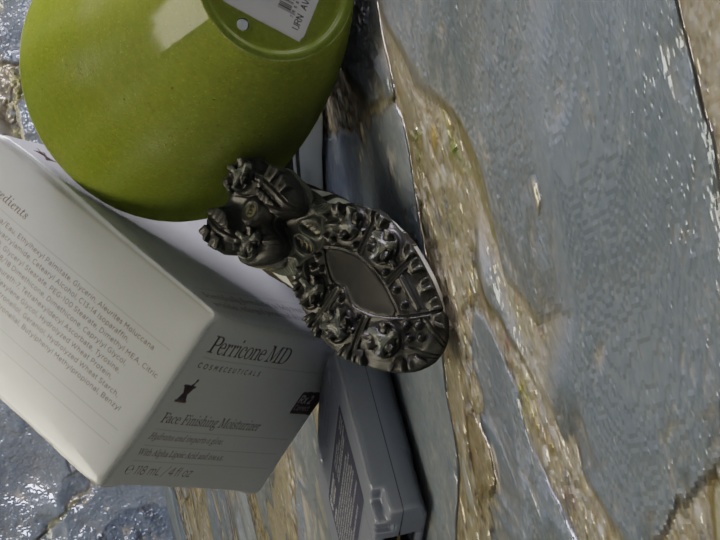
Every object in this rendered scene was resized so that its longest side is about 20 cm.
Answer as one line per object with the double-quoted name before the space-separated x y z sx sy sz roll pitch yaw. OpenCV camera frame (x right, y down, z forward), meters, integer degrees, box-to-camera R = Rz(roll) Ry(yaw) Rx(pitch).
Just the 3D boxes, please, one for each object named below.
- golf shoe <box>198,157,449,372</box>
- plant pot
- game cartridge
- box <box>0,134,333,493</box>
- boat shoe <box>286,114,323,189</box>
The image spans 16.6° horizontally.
"golf shoe" 0.000 0.000 1.371 0.200 0.094 0.078 40 101 44
"plant pot" -0.081 -0.140 1.421 0.200 0.186 0.188 154 106 -65
"game cartridge" 0.004 0.133 1.555 0.200 0.041 0.134 97 156 -60
"box" -0.143 0.030 1.551 0.200 0.131 0.199 38 -168 25
"boat shoe" -0.060 -0.058 1.630 0.071 0.063 0.201 -110 14 -44
